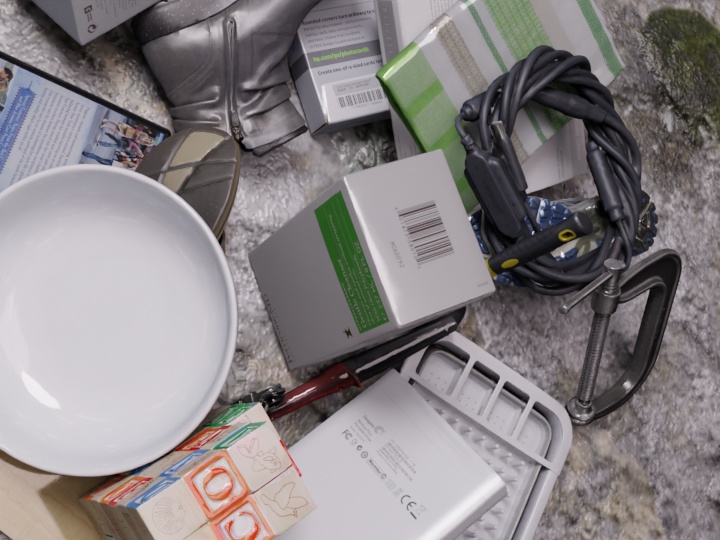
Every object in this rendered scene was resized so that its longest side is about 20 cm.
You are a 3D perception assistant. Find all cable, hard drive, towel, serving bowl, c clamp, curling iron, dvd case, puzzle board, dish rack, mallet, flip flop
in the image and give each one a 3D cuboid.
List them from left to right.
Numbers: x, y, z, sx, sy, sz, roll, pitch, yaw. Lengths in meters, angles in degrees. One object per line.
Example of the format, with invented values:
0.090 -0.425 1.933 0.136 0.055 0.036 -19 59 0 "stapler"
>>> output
-0.250 -0.081 0.706 0.199 0.018 0.143 24 66 -20 "dvd case"
-0.203 0.123 0.697 0.200 0.017 0.151 42 65 -13 "puzzle board"
-0.176 0.032 0.660 0.199 0.066 0.201 0 89 2 "serving bowl"
-0.132 -0.007 0.721 0.081 0.058 0.201 6 87 11 "flip flop"
-0.013 0.175 0.706 0.200 0.027 0.132 -36 53 -14 "hard drive"
-0.012 0.081 0.759 0.199 0.050 0.026 -20 78 -15 "curling iron"
0.072 0.167 0.803 0.171 0.044 0.201 34 68 -17 "dish rack"
0.106 0.005 0.766 0.066 0.200 0.041 47 50 -21 "mallet"
0.116 -0.164 0.801 0.200 0.031 0.149 -41 118 -12 "towel"
0.162 -0.076 0.793 0.163 0.051 0.200 -42 109 -27 "cable"
0.211 0.060 0.833 0.171 0.027 0.201 -32 137 -29 "c clamp"

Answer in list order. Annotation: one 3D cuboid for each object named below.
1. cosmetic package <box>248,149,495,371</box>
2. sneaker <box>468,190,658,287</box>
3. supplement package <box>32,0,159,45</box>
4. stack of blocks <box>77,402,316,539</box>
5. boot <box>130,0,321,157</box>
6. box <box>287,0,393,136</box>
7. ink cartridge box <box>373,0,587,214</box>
0.000 0.000 0.710 0.085 0.200 0.108 -19 84 -28 "cosmetic package"
0.159 -0.027 0.858 0.199 0.085 0.077 -5 91 -24 "sneaker"
-0.172 -0.298 0.689 0.151 0.152 0.200 42 63 18 "supplement package"
-0.100 0.138 0.622 0.115 0.200 0.059 -32 94 -26 "stack of blocks"
-0.067 -0.166 0.766 0.199 0.070 0.132 -23 99 -4 "boot"
0.000 -0.230 0.844 0.155 0.041 0.201 -18 90 -28 "box"
0.108 -0.155 0.836 0.176 0.045 0.201 -20 114 -26 "ink cartridge box"
